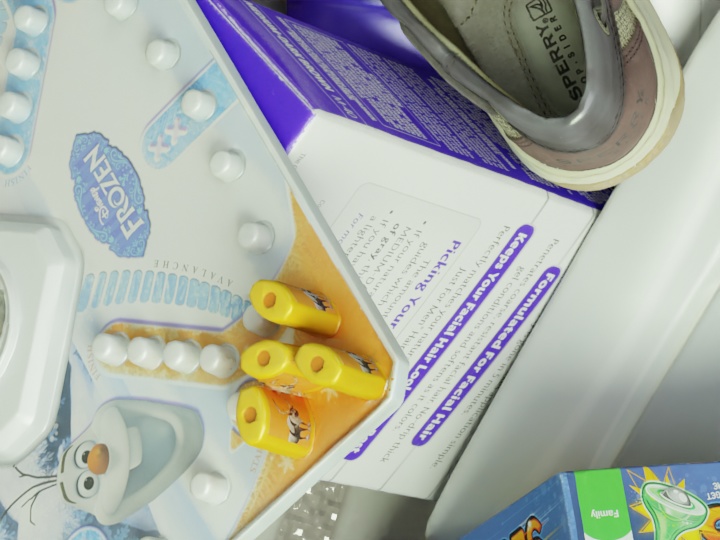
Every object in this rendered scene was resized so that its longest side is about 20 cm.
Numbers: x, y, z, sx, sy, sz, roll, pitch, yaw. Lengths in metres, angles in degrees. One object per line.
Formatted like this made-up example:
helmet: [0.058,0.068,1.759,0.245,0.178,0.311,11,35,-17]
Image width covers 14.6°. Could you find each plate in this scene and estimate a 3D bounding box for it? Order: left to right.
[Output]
plate: [0.138,0.015,0.858,0.199,0.032,0.201,5,123,-42]

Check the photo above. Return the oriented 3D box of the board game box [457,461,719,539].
board game box: [0.084,0.097,0.839,0.134,0.200,0.035,-3,72,-20]

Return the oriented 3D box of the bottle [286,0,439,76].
bottle: [0.028,-0.155,0.846,0.083,0.065,0.202,5,96,-16]

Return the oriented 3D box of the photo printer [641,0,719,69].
photo printer: [0.135,-0.110,0.860,0.199,0.069,0.168,4,98,-44]

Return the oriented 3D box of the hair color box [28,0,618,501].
hair color box: [0.000,0.000,0.798,0.199,0.065,0.110,18,115,-51]

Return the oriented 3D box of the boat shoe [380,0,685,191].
boat shoe: [0.019,-0.112,0.768,0.072,0.065,0.201,-33,76,7]

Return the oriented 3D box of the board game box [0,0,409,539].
board game box: [-0.105,0.015,0.724,0.200,0.201,0.026,-43,148,18]
